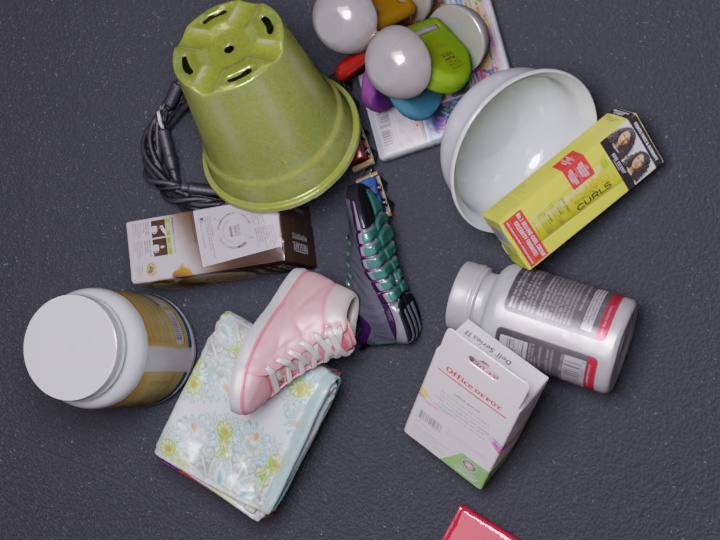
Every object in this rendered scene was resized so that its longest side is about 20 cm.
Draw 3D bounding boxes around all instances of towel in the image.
[{"bbox_3d":[-0.137,0.174,1.571,0.171,0.048,0.200,29,94,16],"label":"towel"}]

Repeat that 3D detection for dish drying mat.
[{"bbox_3d":[0.183,0.355,1.520,0.200,0.018,0.077,30,95,18],"label":"dish drying mat"}]

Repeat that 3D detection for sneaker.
[{"bbox_3d":[0.000,0.000,1.561,0.087,0.074,0.200,-15,98,25],"label":"sneaker"},{"bbox_3d":[-0.068,0.088,1.506,0.105,0.075,0.200,17,57,19],"label":"sneaker"}]

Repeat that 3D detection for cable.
[{"bbox_3d":[-0.191,-0.145,1.659,0.200,0.051,0.163,42,99,15],"label":"cable"}]

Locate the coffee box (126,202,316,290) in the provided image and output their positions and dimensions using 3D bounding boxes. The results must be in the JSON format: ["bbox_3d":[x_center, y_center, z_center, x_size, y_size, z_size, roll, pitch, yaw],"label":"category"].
[{"bbox_3d":[-0.169,-0.031,1.610,0.200,0.114,0.080,-9,83,18],"label":"coffee box"}]

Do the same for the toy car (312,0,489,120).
[{"bbox_3d":[0.035,-0.255,1.529,0.200,0.175,0.150,42,132,16],"label":"toy car"}]

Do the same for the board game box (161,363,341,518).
[{"bbox_3d":[-0.135,0.180,1.619,0.151,0.046,0.200,26,94,17],"label":"board game box"}]

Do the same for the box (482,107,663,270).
[{"bbox_3d":[0.238,-0.092,1.474,0.200,0.050,0.075,-37,112,-6],"label":"box"}]

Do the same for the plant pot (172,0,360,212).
[{"bbox_3d":[-0.119,-0.200,1.499,0.200,0.184,0.201,-9,57,13],"label":"plant pot"}]

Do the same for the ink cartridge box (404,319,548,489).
[{"bbox_3d":[0.132,0.138,1.466,0.117,0.067,0.200,37,140,16],"label":"ink cartridge box"}]

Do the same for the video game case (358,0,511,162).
[{"bbox_3d":[0.085,-0.252,1.593,0.182,0.024,0.200,-17,80,16],"label":"video game case"}]

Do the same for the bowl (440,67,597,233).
[{"bbox_3d":[0.163,-0.151,1.493,0.201,0.201,0.090,-52,44,8],"label":"bowl"}]

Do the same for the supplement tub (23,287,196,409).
[{"bbox_3d":[-0.302,0.095,1.598,0.144,0.200,0.145,-1,85,18],"label":"supplement tub"}]

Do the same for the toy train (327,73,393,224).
[{"bbox_3d":[-0.003,-0.148,1.601,0.034,0.046,0.200,-21,80,15],"label":"toy train"}]

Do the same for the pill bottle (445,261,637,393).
[{"bbox_3d":[0.202,0.057,1.486,0.200,0.111,0.111,18,92,18],"label":"pill bottle"}]
